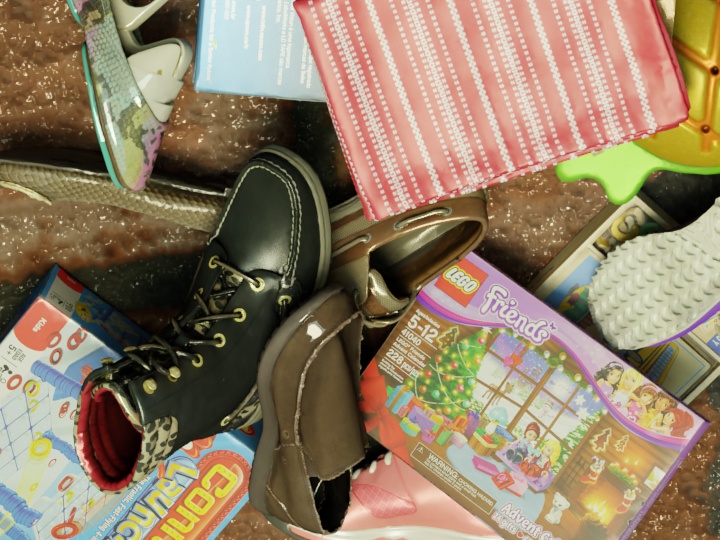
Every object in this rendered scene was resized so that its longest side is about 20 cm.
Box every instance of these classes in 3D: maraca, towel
[{"bbox_3d":[0.199,-0.120,1.313,0.200,0.107,0.137,-25,94,17],"label":"maraca"},{"bbox_3d":[0.077,-0.119,1.227,0.200,0.022,0.145,-18,109,4],"label":"towel"}]

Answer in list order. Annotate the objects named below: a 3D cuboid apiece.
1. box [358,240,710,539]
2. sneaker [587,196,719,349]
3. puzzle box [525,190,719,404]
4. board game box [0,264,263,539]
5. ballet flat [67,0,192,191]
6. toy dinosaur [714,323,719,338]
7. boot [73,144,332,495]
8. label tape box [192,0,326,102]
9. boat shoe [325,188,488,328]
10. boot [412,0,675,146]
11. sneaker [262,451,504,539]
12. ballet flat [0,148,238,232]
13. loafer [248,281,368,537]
[{"bbox_3d":[0.103,0.093,1.375,0.200,0.039,0.137,36,94,17],"label":"box"},{"bbox_3d":[0.238,-0.007,1.347,0.200,0.099,0.070,-36,64,35],"label":"sneaker"},{"bbox_3d":[0.159,0.056,1.426,0.133,0.025,0.200,39,108,-13],"label":"puzzle box"},{"bbox_3d":[-0.190,0.134,1.456,0.196,0.056,0.200,37,108,-11],"label":"board game box"},{"bbox_3d":[-0.145,-0.151,1.319,0.071,0.069,0.200,-17,90,7],"label":"ballet flat"},{"bbox_3d":[0.320,0.076,1.421,0.199,0.058,0.101,3,97,-7],"label":"toy dinosaur"},{"bbox_3d":[-0.095,0.034,1.305,0.073,0.154,0.204,29,122,21],"label":"boot"},{"bbox_3d":[0.002,-0.178,1.321,0.199,0.063,0.145,5,112,-3],"label":"label tape box"},{"bbox_3d":[0.000,0.000,1.373,0.200,0.072,0.076,-40,134,20],"label":"boat shoe"},{"bbox_3d":[0.110,-0.135,1.261,0.144,0.071,0.202,10,103,6],"label":"boot"},{"bbox_3d":[0.030,0.145,1.445,0.200,0.074,0.087,6,97,10],"label":"sneaker"},{"bbox_3d":[-0.142,-0.045,1.381,0.200,0.067,0.046,9,105,-8],"label":"ballet flat"},{"bbox_3d":[-0.020,0.090,1.351,0.071,0.073,0.200,32,140,23],"label":"loafer"}]
